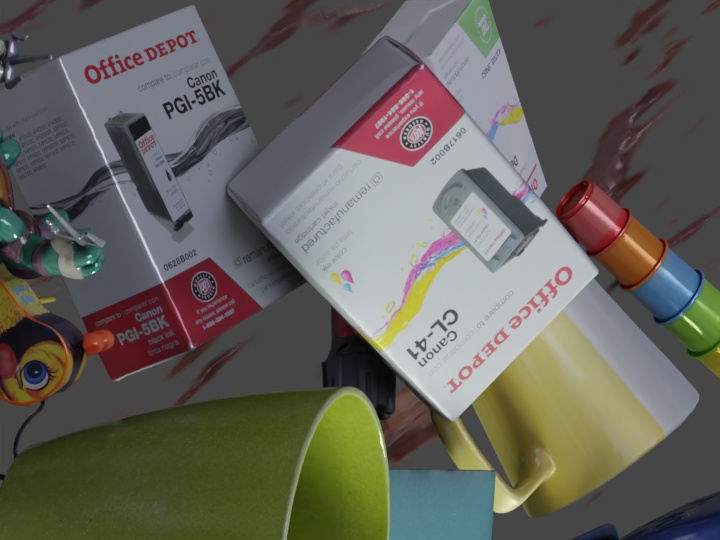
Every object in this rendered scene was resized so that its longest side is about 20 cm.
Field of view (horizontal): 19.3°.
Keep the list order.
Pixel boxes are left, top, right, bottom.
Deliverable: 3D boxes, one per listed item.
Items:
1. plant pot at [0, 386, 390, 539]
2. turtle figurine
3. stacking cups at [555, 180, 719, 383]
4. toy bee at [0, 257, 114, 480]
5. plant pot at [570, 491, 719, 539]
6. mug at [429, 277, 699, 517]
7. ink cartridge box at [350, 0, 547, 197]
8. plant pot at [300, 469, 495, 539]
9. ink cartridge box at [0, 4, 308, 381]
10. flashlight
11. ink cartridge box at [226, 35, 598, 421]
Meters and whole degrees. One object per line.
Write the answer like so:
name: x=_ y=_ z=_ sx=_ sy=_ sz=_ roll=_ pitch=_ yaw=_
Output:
plant pot: x=-0.104 y=0.154 z=1.230 sx=0.187 sy=0.198 sz=0.189 roll=4 pitch=90 yaw=-71
turtle figurine: x=-0.206 y=-0.054 z=1.182 sx=0.100 sy=0.200 sz=0.151 roll=-17 pitch=83 yaw=-7
stacking cups: x=0.232 y=0.009 z=1.610 sx=0.200 sy=0.060 sz=0.061 roll=41 pitch=63 yaw=-19
toy bee: x=-0.210 y=0.041 z=1.305 sx=0.201 sy=0.108 sz=0.131 roll=59 pitch=13 yaw=-20
plant pot: x=0.223 y=0.262 z=1.463 sx=0.200 sy=0.178 sz=0.202 roll=-8 pitch=85 yaw=-67
mug: x=0.135 y=0.073 z=1.482 sx=0.149 sy=0.187 sz=0.154 roll=-34 pitch=91 yaw=13
ink cartridge box: x=0.070 y=-0.080 z=1.472 sx=0.117 sy=0.067 sz=0.201 roll=-55 pitch=132 yaw=-51
plant pot: x=-0.004 y=0.232 z=1.379 sx=0.140 sy=0.141 sz=0.202 roll=3 pitch=82 yaw=-31
ink cartridge box: x=-0.133 y=-0.053 z=1.362 sx=0.147 sy=0.082 sz=0.201 roll=-32 pitch=98 yaw=-51
flashlight: x=0.000 y=0.000 z=1.462 sx=0.067 sy=0.067 sz=0.202 roll=19 pitch=66 yaw=-52
ink cartridge box: x=0.035 y=-0.026 z=1.360 sx=0.148 sy=0.086 sz=0.200 roll=-45 pitch=115 yaw=-2
